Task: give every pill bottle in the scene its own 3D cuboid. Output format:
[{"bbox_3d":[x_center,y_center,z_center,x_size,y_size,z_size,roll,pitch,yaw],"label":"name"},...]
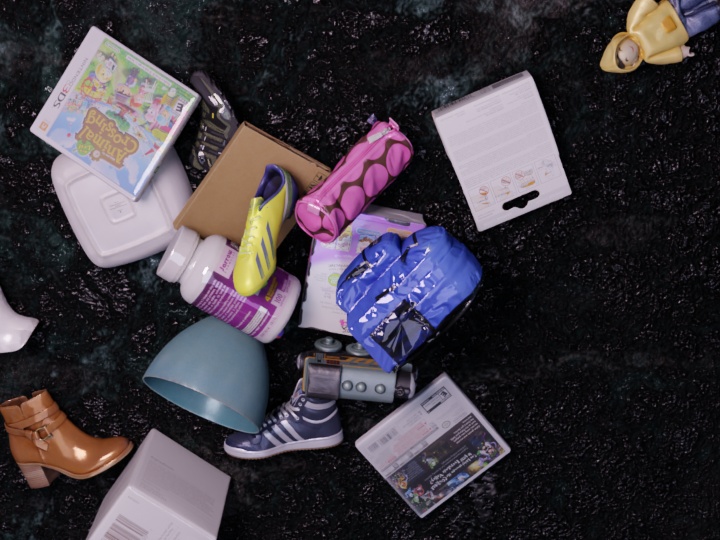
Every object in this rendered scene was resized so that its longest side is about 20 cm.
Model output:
[{"bbox_3d":[-0.198,0.016,1.518,0.199,0.112,0.113,29,106,-17],"label":"pill bottle"}]

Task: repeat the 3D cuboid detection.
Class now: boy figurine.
[{"bbox_3d":[0.439,-0.357,1.488,0.199,0.065,0.125,-28,109,5],"label":"boy figurine"}]

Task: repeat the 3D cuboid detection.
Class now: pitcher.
[{"bbox_3d":[-0.631,0.053,1.592,0.170,0.122,0.201,-25,119,23],"label":"pitcher"}]

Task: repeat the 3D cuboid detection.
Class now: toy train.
[{"bbox_3d":[-0.005,0.166,1.626,0.197,0.114,0.086,7,109,-3],"label":"toy train"}]

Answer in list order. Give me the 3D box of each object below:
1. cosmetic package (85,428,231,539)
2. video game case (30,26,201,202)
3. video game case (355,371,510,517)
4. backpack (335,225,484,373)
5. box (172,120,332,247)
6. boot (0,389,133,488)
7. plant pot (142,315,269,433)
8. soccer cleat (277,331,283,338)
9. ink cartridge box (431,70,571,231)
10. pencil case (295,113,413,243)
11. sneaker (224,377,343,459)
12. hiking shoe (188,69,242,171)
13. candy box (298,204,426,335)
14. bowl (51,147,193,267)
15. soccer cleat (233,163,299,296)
[{"bbox_3d":[-0.330,0.401,1.654,0.166,0.200,0.168,34,105,-10],"label":"cosmetic package"},{"bbox_3d":[-0.360,-0.229,1.491,0.199,0.022,0.183,33,93,9],"label":"video game case"},{"bbox_3d":[0.122,0.296,1.719,0.199,0.023,0.182,-39,104,10],"label":"video game case"},{"bbox_3d":[0.072,0.024,1.483,0.200,0.163,0.168,-41,102,10],"label":"backpack"},{"bbox_3d":[-0.162,-0.109,1.532,0.162,0.021,0.200,26,115,-30],"label":"box"},{"bbox_3d":[-0.488,0.264,1.684,0.198,0.077,0.157,-14,104,12],"label":"boot"},{"bbox_3d":[-0.223,0.151,1.598,0.199,0.200,0.136,26,70,-9],"label":"plant pot"},{"bbox_3d":[-0.188,0.029,1.610,0.200,0.067,0.077,41,90,-13],"label":"soccer cleat"},{"bbox_3d":[0.218,-0.182,1.558,0.161,0.050,0.201,-22,115,6],"label":"ink cartridge box"},{"bbox_3d":[-0.010,-0.135,1.500,0.090,0.094,0.200,38,69,7],"label":"pencil case"},{"bbox_3d":[-0.130,0.241,1.672,0.197,0.070,0.110,-7,113,-6],"label":"sneaker"},{"bbox_3d":[-0.220,-0.197,1.526,0.100,0.076,0.202,-24,108,3],"label":"hiking shoe"},{"bbox_3d":[0.000,0.000,1.595,0.166,0.072,0.202,11,107,-4],"label":"candy box"},{"bbox_3d":[-0.361,-0.107,1.556,0.198,0.075,0.201,-20,108,4],"label":"bowl"},{"bbox_3d":[-0.145,-0.060,1.452,0.064,0.202,0.084,4,151,28],"label":"soccer cleat"}]
